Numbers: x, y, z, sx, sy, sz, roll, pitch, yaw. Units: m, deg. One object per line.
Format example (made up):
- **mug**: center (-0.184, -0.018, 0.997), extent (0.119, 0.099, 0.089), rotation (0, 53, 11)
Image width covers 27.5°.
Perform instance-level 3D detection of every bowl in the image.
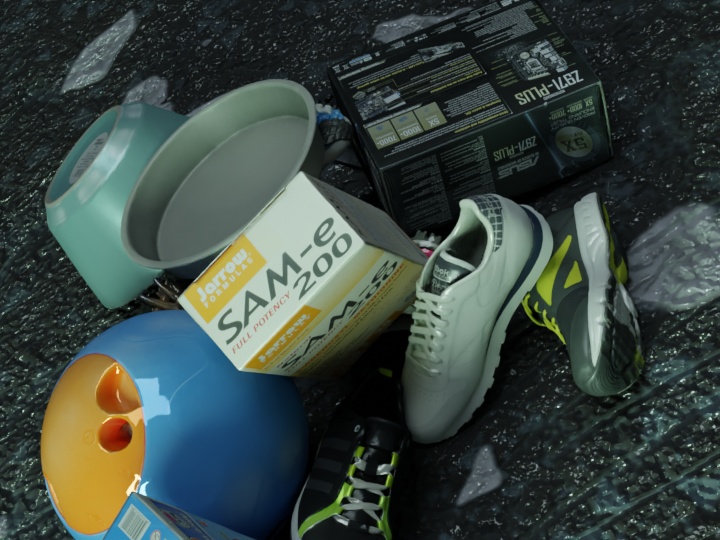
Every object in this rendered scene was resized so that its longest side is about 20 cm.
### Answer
- **bowl**: center (-0.217, -0.076, 1.362), extent (0.201, 0.105, 0.201), rotation (-41, 26, 25)

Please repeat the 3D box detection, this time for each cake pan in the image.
- **cake pan**: center (-0.110, -0.072, 1.216), extent (0.200, 0.037, 0.201), rotation (-25, 39, 22)

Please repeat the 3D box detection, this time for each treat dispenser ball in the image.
- **treat dispenser ball**: center (-0.138, 0.130, 1.099), extent (0.200, 0.201, 0.202), rotation (-17, 44, 17)

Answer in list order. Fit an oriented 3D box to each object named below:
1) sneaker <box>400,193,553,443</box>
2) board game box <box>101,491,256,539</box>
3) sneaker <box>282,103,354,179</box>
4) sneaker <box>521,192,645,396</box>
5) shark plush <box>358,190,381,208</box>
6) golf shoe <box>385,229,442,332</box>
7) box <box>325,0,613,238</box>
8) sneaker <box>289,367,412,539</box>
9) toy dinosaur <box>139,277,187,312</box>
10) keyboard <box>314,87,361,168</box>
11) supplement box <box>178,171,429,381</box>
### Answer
- **sneaker**: center (0.067, 0.036, 1.106), extent (0.076, 0.080, 0.201), rotation (30, 103, 39)
- **board game box**: center (-0.044, 0.237, 0.940), extent (0.200, 0.196, 0.056), rotation (31, 89, 46)
- **sneaker**: center (-0.059, -0.075, 1.302), extent (0.200, 0.087, 0.075), rotation (-30, 30, 46)
- **sneaker**: center (0.162, 0.027, 1.120), extent (0.084, 0.075, 0.201), rotation (-22, 34, 21)
- **shark plush**: center (-0.051, -0.021, 1.295), extent (0.200, 0.091, 0.083), rotation (-53, 14, -14)
- **golf shoe**: center (0.000, 0.000, 1.198), extent (0.199, 0.077, 0.088), rotation (19, 77, 16)
- **box**: center (0.092, -0.138, 1.272), extent (0.199, 0.086, 0.164), rotation (-22, 43, -4)
- **sneaker**: center (-0.003, 0.142, 1.058), extent (0.071, 0.083, 0.200), rotation (18, 34, -9)
- **toy dinosaur**: center (-0.183, 0.071, 1.221), extent (0.200, 0.086, 0.136), rotation (-37, 0, -7)
- **keyboard**: center (0.030, -0.148, 1.396), extent (0.199, 0.021, 0.127), rotation (20, 63, 41)
- **supplement box**: center (-0.029, 0.011, 1.072), extent (0.126, 0.200, 0.074), rotation (-46, 72, 10)
